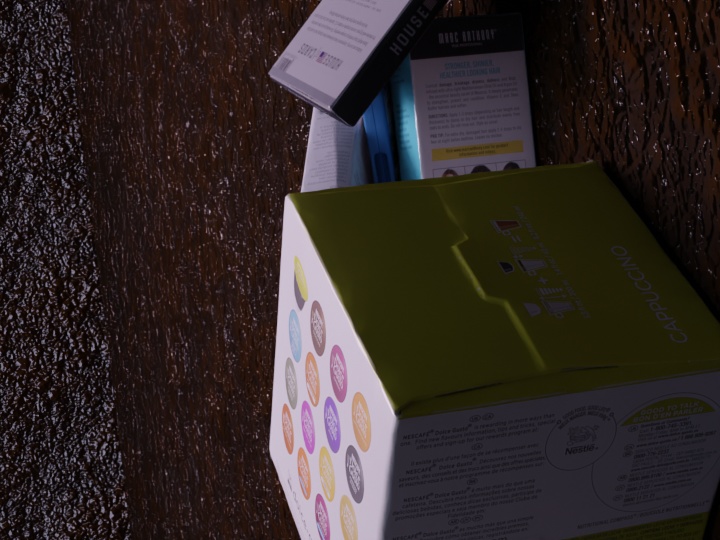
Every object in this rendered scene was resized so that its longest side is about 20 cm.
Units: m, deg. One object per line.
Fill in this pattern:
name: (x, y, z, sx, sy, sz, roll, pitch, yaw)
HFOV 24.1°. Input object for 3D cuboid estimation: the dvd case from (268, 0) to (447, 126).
dvd case: (0.025, -0.189, 1.081, 0.201, 0.025, 0.150, -54, 23, 1)

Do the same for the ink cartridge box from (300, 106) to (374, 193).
ink cartridge box: (0.000, 0.000, 1.147, 0.201, 0.040, 0.202, 71, -161, -47)

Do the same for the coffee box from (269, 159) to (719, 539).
coffee box: (0.070, 0.079, 0.946, 0.200, 0.198, 0.200, -118, 27, -50)

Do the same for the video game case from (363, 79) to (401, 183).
video game case: (0.032, -0.061, 1.179, 0.143, 0.018, 0.202, -66, -31, -64)

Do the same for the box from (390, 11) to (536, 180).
box: (0.070, -0.062, 1.098, 0.049, 0.081, 0.203, -178, 82, -73)
